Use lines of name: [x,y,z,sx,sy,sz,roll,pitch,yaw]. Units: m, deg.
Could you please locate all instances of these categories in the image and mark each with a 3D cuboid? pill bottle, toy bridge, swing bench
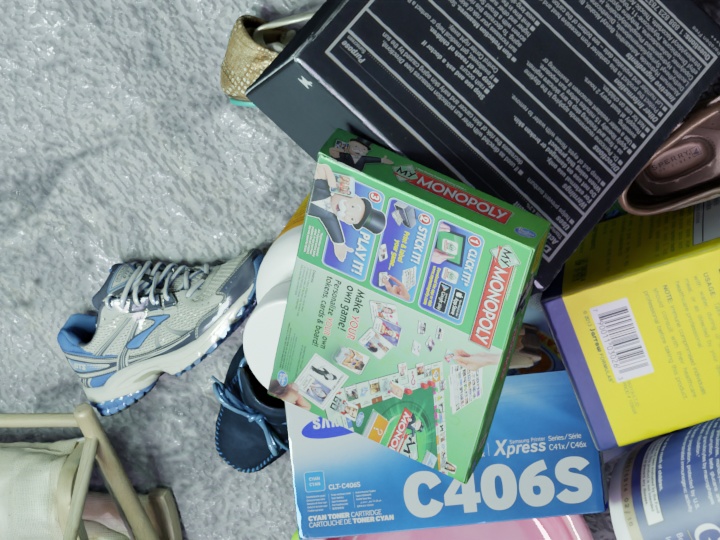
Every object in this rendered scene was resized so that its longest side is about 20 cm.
pill bottle: [0.000,0.000,1.735,0.111,0.200,0.111,12,126,17]
toy bridge: [0.079,0.050,1.727,0.067,0.200,0.027,-4,83,-10]
pill bottle: [0.270,0.138,1.767,0.200,0.111,0.111,-25,110,35]
swing bench: [-0.255,0.196,2.018,0.199,0.130,0.200,-1,152,23]

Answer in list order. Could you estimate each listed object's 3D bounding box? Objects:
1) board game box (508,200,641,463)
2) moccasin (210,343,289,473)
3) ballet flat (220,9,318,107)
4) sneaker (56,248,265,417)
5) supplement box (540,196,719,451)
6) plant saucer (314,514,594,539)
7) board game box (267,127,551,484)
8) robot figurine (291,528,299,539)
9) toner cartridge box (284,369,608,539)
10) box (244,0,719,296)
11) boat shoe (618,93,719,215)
board game box: [0.163,0.038,1.795,0.151,0.037,0.200,46,129,-10]
moccasin: [-0.062,0.072,1.896,0.080,0.068,0.200,27,129,5]
ballet flat: [0.003,-0.133,1.733,0.200,0.071,0.065,4,109,17]
sneaker: [-0.142,0.029,1.901,0.200,0.077,0.085,-33,101,36]
supplement box: [0.223,0.017,1.669,0.200,0.109,0.110,-18,108,15]
plant saucer: [0.061,0.211,1.810,0.200,0.051,0.201,0,87,7]
board game box: [0.025,0.024,1.575,0.135,0.029,0.200,24,135,10]
robot figurine: [0.057,0.195,1.897,0.200,0.116,0.176,20,97,11]
toner cartridge box: [0.056,0.119,1.768,0.200,0.043,0.095,-7,87,7]
box: [0.075,-0.116,1.608,0.200,0.198,0.123,43,162,-7]
boat shoe: [0.246,-0.086,1.645,0.200,0.065,0.071,-29,106,25]
